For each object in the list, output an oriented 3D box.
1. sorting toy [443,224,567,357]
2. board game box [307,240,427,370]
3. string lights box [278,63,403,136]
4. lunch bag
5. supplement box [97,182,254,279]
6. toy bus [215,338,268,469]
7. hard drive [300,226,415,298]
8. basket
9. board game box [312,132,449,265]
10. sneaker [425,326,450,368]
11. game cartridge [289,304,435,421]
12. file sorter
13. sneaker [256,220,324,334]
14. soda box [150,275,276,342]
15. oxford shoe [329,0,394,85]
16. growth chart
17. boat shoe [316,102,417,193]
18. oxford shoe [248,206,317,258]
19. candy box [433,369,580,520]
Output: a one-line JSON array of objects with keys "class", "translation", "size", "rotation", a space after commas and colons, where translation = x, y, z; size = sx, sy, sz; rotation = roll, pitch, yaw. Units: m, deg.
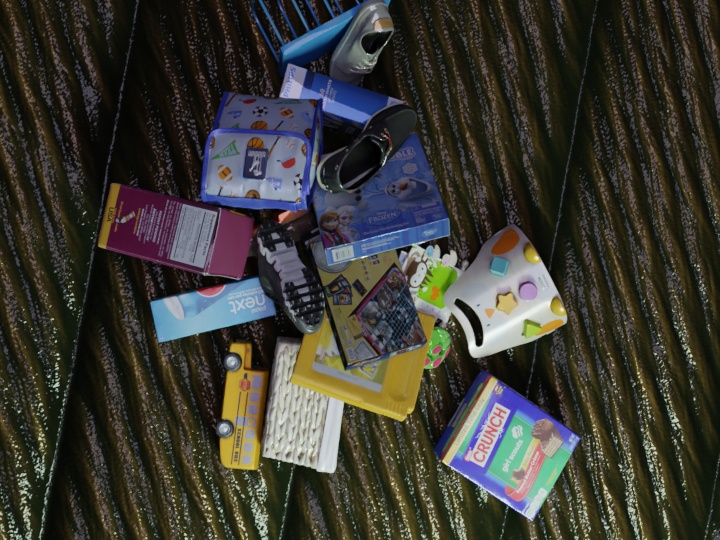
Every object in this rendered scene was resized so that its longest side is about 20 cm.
[{"class": "sorting toy", "translation": [0.242, 0.055, 1.463], "size": [0.177, 0.107, 0.203], "rotation": [-30, 95, 1]}, {"class": "board game box", "translation": [0.009, 0.039, 1.324], "size": [0.132, 0.035, 0.204], "rotation": [-14, 71, -14]}, {"class": "string lights box", "translation": [-0.037, -0.272, 1.406], "size": [0.195, 0.103, 0.060], "rotation": [16, 86, -8]}, {"class": "lunch bag", "translation": [-0.145, -0.175, 1.299], "size": [0.165, 0.125, 0.203], "rotation": [5, 48, 5]}, {"class": "supplement box", "translation": [-0.285, -0.060, 1.325], "size": [0.195, 0.131, 0.106], "rotation": [14, 89, 17]}, {"class": "toy bus", "translation": [-0.197, 0.220, 1.413], "size": [0.076, 0.065, 0.206], "rotation": [7, 90, -9]}, {"class": "hard drive", "translation": [0.000, 0.000, 1.418], "size": [0.138, 0.038, 0.203], "rotation": [-28, 117, -8]}, {"class": "basket", "translation": [-0.091, 0.212, 1.394], "size": [0.120, 0.136, 0.206], "rotation": [8, 89, -7]}, {"class": "board game box", "translation": [0.022, -0.118, 1.348], "size": [0.195, 0.044, 0.202], "rotation": [-14, 50, -3]}, {"class": "sneaker", "translation": [0.067, 0.128, 1.445], "size": [0.196, 0.084, 0.079], "rotation": [-7, 112, -26]}, {"class": "game cartridge", "translation": [0.006, 0.121, 1.327], "size": [0.195, 0.033, 0.180], "rotation": [18, 64, -3]}, {"class": "file sorter", "translation": [-0.069, -0.430, 1.382], "size": [0.197, 0.139, 0.125], "rotation": [-29, 92, -7]}, {"class": "sneaker", "translation": [-0.113, 0.025, 1.336], "size": [0.065, 0.091, 0.202], "rotation": [-13, 59, -28]}, {"class": "soda box", "translation": [-0.241, 0.060, 1.403], "size": [0.195, 0.064, 0.070], "rotation": [-13, 93, -9]}, {"class": "oxford shoe", "translation": [0.000, -0.345, 1.368], "size": [0.074, 0.201, 0.059], "rotation": [-16, 69, -29]}, {"class": "growth chart", "translation": [0.099, 0.026, 1.439], "size": [0.197, 0.018, 0.148], "rotation": [12, 95, -38]}, {"class": "boat shoe", "translation": [0.022, -0.188, 1.318], "size": [0.201, 0.063, 0.075], "rotation": [-41, 121, -23]}, {"class": "oxford shoe", "translation": [-0.160, -0.042, 1.412], "size": [0.197, 0.071, 0.074], "rotation": [-28, 104, -4]}, {"class": "candy box", "translation": [0.253, 0.301, 1.478], "size": [0.198, 0.077, 0.171], "rotation": [33, 87, -7]}]
